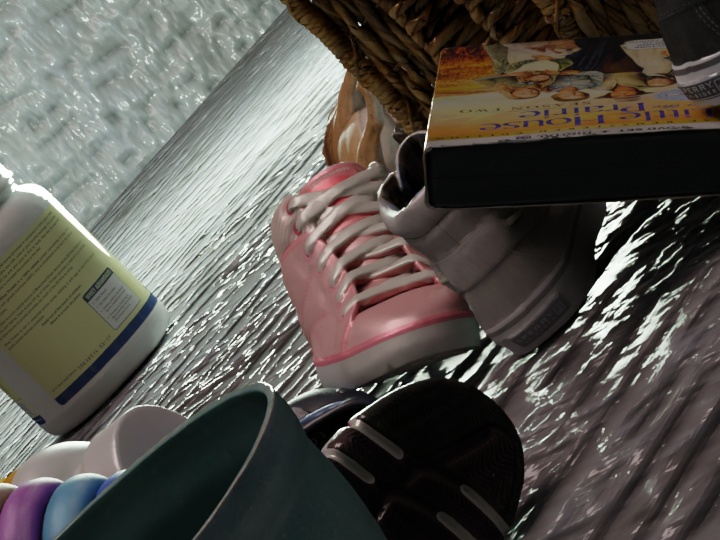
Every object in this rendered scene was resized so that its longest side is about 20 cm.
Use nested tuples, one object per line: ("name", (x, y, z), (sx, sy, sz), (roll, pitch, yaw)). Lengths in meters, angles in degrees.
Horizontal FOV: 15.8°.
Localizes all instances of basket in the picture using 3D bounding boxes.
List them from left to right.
("basket", (0.065, -0.135, 1.312), (0.149, 0.200, 0.143), (-43, 10, 0))

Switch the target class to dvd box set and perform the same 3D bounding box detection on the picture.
("dvd box set", (0.102, -0.068, 1.117), (0.146, 0.030, 0.200), (-3, 16, 6))

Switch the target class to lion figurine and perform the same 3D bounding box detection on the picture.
("lion figurine", (0.012, -0.074, 1.677), (0.200, 0.072, 0.123), (-87, 8, -67))

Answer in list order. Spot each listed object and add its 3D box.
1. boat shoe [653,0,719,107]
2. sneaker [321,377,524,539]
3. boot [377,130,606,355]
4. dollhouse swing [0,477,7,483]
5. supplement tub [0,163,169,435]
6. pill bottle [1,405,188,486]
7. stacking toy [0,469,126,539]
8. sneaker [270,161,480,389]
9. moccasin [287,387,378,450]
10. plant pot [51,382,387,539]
("boat shoe", (0.191, -0.133, 1.074), (0.069, 0.057, 0.200), (-18, 14, 49))
("sneaker", (-0.024, 0.127, 0.953), (0.200, 0.076, 0.115), (-52, 8, -31))
("boot", (0.059, -0.034, 1.211), (0.074, 0.096, 0.200), (-43, 9, 11))
("dollhouse swing", (-0.250, 0.205, 1.467), (0.200, 0.182, 0.176), (-12, -12, 38))
("supplement tub", (-0.273, 0.021, 2.137), (0.145, 0.200, 0.145), (-43, 9, 9))
("pill bottle", (-0.149, 0.154, 1.266), (0.200, 0.113, 0.113), (-41, 10, 28))
("stacking toy", (-0.066, 0.108, 1.065), (0.199, 0.086, 0.085), (-16, 19, 18))
("sneaker", (0.000, 0.000, 1.264), (0.075, 0.105, 0.200), (-17, 4, -9))
("moccasin", (-0.068, 0.119, 1.151), (0.200, 0.080, 0.068), (-49, 2, -16))
("plant pot", (-0.049, 0.150, 0.762), (0.200, 0.134, 0.200), (-44, 9, 9))
